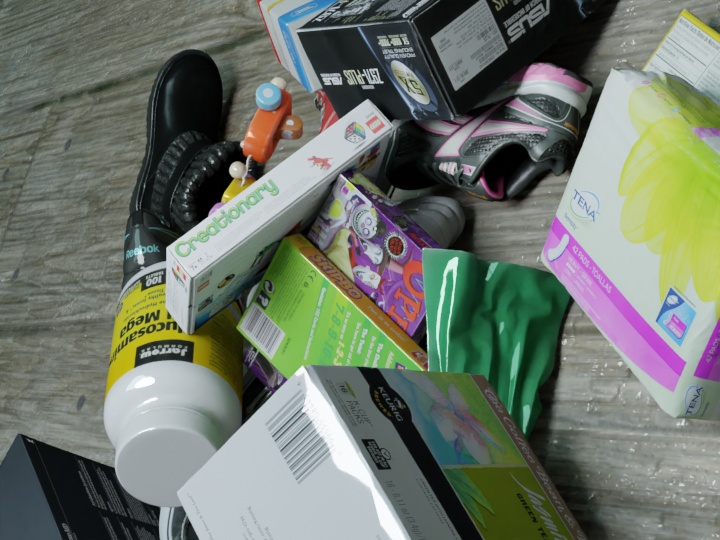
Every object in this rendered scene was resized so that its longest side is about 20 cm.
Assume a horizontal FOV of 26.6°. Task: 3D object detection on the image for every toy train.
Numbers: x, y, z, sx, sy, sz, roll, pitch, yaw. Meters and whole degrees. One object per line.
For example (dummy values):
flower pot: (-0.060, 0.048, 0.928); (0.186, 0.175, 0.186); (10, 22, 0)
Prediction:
toy train: (-0.086, -0.073, 1.392); (0.201, 0.055, 0.151); (99, -166, -61)

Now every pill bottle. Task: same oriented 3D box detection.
pill bottle: (-0.151, 0.092, 1.243); (0.112, 0.112, 0.201); (-45, 27, 25)

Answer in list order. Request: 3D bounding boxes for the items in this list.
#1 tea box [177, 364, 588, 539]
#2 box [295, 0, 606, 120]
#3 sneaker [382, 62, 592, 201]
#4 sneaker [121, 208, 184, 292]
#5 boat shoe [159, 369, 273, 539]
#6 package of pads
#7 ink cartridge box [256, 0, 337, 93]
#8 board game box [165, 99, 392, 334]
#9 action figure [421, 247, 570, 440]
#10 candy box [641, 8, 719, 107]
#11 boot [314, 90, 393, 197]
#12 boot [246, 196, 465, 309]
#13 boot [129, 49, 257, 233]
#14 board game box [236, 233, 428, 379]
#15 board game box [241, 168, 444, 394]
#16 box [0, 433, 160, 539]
tea box: (0.031, 0.176, 0.920); (0.134, 0.196, 0.201); (-44, 62, 24)
box: (0.077, -0.206, 1.199); (0.200, 0.087, 0.163); (-40, 25, -25)
sneaker: (0.089, -0.092, 1.189); (0.199, 0.080, 0.087); (-21, 51, 47)
sneaker: (-0.170, -0.006, 1.411); (0.074, 0.200, 0.080); (-13, 81, 5)
boat shoe: (-0.098, 0.163, 1.275); (0.200, 0.073, 0.068); (-54, 22, -6)
package of pads: (0.199, -0.025, 0.963); (0.200, 0.067, 0.156); (56, 134, 53)
ink cartridge box: (-0.024, -0.231, 1.379); (0.115, 0.068, 0.200); (-24, 22, -6)
board game box: (-0.065, -0.040, 1.183); (0.199, 0.035, 0.126); (-38, -12, -20)
action figure: (0.083, 0.094, 1.065); (0.055, 0.117, 0.203); (140, 139, -73)
candy box: (0.243, -0.093, 1.023); (0.103, 0.026, 0.200); (-54, 34, 15)
boot: (-0.023, -0.113, 1.371); (0.201, 0.072, 0.144); (-58, 32, -7)
boot: (0.000, 0.000, 1.247); (0.199, 0.074, 0.095); (-22, 9, 40)
boot: (-0.162, -0.132, 1.562); (0.157, 0.079, 0.214); (-4, 74, 61)
board game box: (-0.005, 0.072, 1.153); (0.200, 0.030, 0.096); (45, 123, 22)
board game box: (-0.011, 0.036, 1.182); (0.120, 0.032, 0.201); (40, 124, 17)
box: (-0.243, 0.244, 1.356); (0.079, 0.140, 0.200); (-56, 33, 8)
